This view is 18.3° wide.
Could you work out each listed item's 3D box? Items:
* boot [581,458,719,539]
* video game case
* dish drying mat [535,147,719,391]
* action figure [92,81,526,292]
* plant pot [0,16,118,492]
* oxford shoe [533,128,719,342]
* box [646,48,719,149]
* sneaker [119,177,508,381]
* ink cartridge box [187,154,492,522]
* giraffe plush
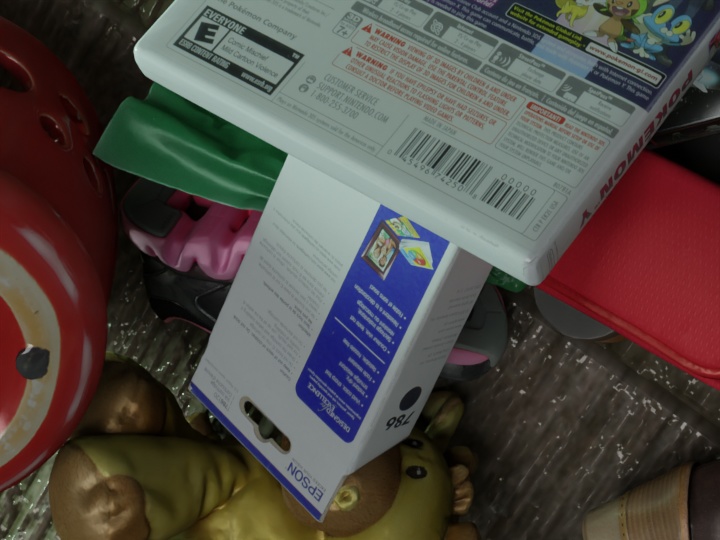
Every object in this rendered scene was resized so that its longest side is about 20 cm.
[{"bbox_3d":[0.205,0.175,1.018,0.166,0.072,0.201,-15,104,22],"label":"boot"},{"bbox_3d":[0.039,-0.107,0.894,0.200,0.182,0.023,29,159,26],"label":"video game case"},{"bbox_3d":[0.090,-0.021,0.901,0.200,0.018,0.077,31,118,36],"label":"dish drying mat"},{"bbox_3d":[-0.010,-0.038,1.030,0.199,0.118,0.055,23,135,13],"label":"action figure"},{"bbox_3d":[-0.204,0.001,0.999,0.200,0.183,0.201,-5,121,-9],"label":"plant pot"},{"bbox_3d":[0.158,-0.049,0.980,0.200,0.071,0.071,-46,67,12],"label":"oxford shoe"},{"bbox_3d":[0.146,-0.128,0.934,0.199,0.040,0.137,-13,81,17],"label":"box"},{"bbox_3d":[-0.022,0.016,1.079,0.199,0.079,0.096,21,134,17],"label":"sneaker"},{"bbox_3d":[0.000,0.000,0.950,0.099,0.039,0.200,43,122,28],"label":"ink cartridge box"},{"bbox_3d":[-0.031,0.115,1.049,0.162,0.200,0.173,-14,74,21],"label":"giraffe plush"}]
